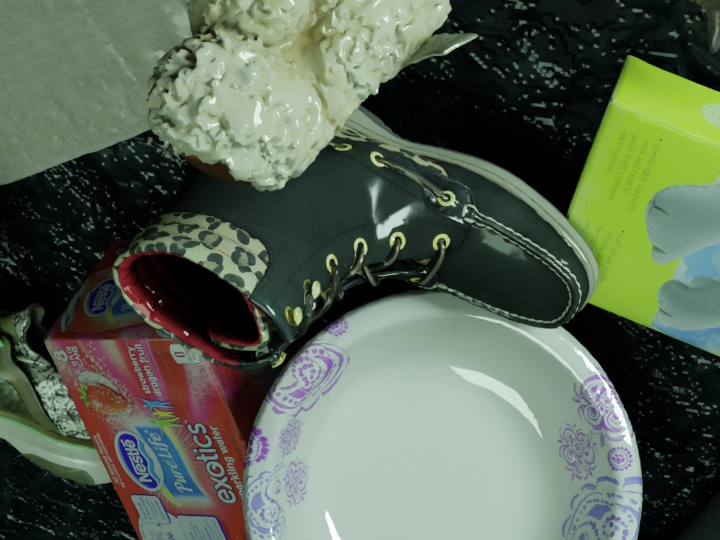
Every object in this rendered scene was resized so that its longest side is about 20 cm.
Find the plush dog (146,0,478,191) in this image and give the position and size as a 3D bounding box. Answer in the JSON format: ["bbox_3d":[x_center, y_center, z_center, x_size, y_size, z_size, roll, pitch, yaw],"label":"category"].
[{"bbox_3d":[-0.041,-0.158,0.805,0.160,0.200,0.172,-33,112,20],"label":"plush dog"}]

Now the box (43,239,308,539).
[{"bbox_3d":[-0.080,0.085,1.067,0.099,0.096,0.201,-2,126,27],"label":"box"}]

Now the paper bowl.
[{"bbox_3d":[0.039,0.111,0.994,0.200,0.202,0.104,28,177,-1],"label":"paper bowl"}]

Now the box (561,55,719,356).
[{"bbox_3d":[0.196,-0.010,0.906,0.199,0.048,0.122,22,133,6],"label":"box"}]

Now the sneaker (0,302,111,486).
[{"bbox_3d":[-0.210,0.047,1.121,0.198,0.077,0.089,20,120,0],"label":"sneaker"}]

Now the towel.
[{"bbox_3d":[-0.153,-0.123,0.973,0.199,0.035,0.133,-16,118,33],"label":"towel"}]

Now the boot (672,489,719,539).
[{"bbox_3d":[0.174,0.146,1.028,0.164,0.066,0.200,28,136,-12],"label":"boot"}]

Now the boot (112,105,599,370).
[{"bbox_3d":[-0.001,0.001,0.882,0.203,0.154,0.074,29,133,3],"label":"boot"}]

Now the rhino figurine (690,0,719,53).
[{"bbox_3d":[0.122,-0.159,0.805,0.199,0.060,0.087,37,149,-10],"label":"rhino figurine"}]
